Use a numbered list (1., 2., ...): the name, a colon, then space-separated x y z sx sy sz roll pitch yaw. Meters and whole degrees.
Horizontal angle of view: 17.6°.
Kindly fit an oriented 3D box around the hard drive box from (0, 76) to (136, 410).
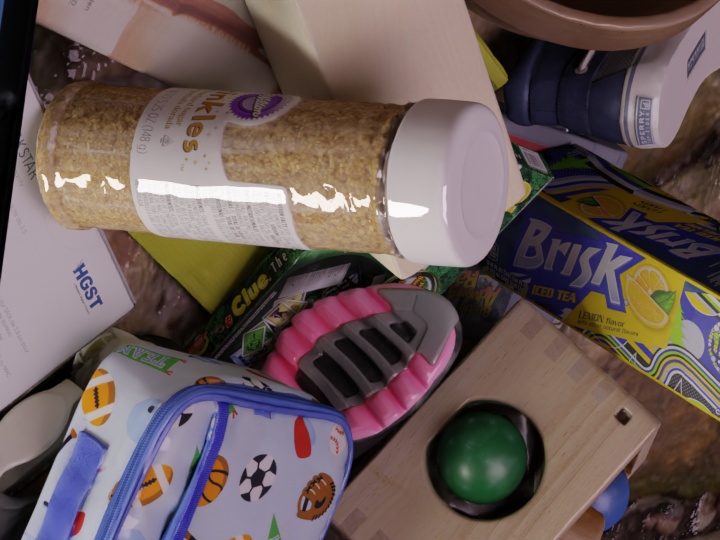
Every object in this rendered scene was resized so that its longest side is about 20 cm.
1. hard drive box: -0.219 0.007 1.039 0.200 0.077 0.156 -37 134 -19

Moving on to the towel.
1. towel: -0.022 -0.064 1.187 0.200 0.018 0.086 -39 131 3

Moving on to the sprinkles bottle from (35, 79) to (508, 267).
1. sprinkles bottle: -0.039 -0.043 0.990 0.068 0.199 0.069 -20 113 -62

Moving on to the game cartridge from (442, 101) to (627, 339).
1. game cartridge: 0.058 -0.030 1.298 0.199 0.041 0.134 13 109 -45

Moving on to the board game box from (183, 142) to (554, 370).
1. board game box: 0.000 0.000 1.212 0.105 0.024 0.200 20 123 -41

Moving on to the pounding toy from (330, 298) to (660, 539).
1. pounding toy: 0.077 0.137 1.252 0.184 0.142 0.200 -47 170 -6

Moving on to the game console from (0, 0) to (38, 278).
1. game console: -0.230 -0.081 0.898 0.170 0.118 0.201 16 76 -45

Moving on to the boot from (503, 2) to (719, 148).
1. boot: 0.152 -0.136 1.300 0.200 0.090 0.073 -49 143 -52

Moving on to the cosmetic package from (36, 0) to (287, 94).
1. cosmetic package: -0.094 -0.136 1.051 0.200 0.103 0.088 23 97 -45

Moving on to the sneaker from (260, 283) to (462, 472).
1. sneaker: -0.016 0.078 1.231 0.200 0.079 0.095 -41 158 22

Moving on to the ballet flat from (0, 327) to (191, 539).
1. ballet flat: -0.132 0.073 1.121 0.200 0.068 0.069 -41 165 -47

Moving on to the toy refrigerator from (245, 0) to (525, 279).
1. toy refrigerator: 0.003 -0.101 1.036 0.076 0.070 0.200 -35 131 -14

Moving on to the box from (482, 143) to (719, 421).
1. box: 0.153 0.004 1.230 0.064 0.200 0.070 -15 123 -34

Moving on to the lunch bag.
1. lunch bag: -0.096 0.138 1.097 0.160 0.075 0.201 15 100 -54

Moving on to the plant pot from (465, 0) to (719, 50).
1. plant pot: 0.090 -0.188 1.162 0.200 0.201 0.093 -23 169 -30
